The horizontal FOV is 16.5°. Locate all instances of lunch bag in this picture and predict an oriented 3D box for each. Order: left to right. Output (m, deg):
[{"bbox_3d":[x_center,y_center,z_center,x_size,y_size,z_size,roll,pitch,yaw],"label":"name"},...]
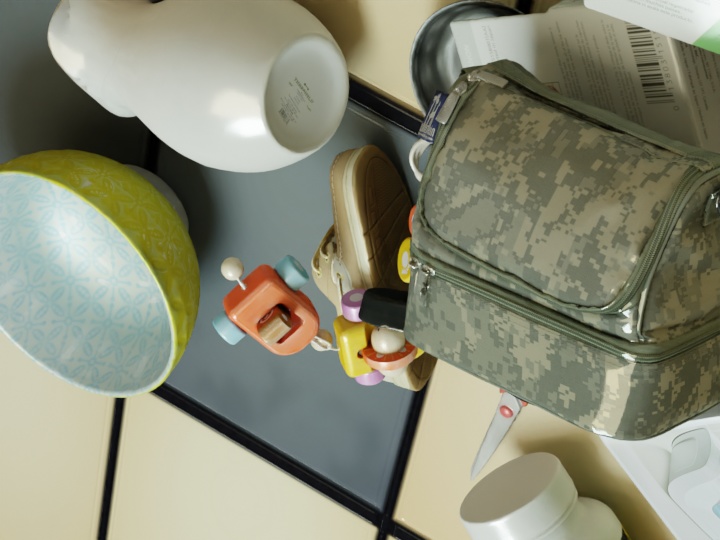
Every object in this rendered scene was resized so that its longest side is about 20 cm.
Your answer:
[{"bbox_3d":[0.128,-0.019,1.442,0.200,0.139,0.168,27,121,36],"label":"lunch bag"}]

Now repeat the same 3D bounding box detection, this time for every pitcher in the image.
[{"bbox_3d":[-0.093,-0.119,1.671,0.200,0.121,0.172,16,155,42],"label":"pitcher"}]

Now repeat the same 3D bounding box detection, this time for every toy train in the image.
[{"bbox_3d":[0.010,0.010,1.632,0.200,0.056,0.150,-38,127,8],"label":"toy train"}]

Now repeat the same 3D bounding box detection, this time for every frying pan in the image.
[{"bbox_3d":[0.110,-0.092,1.569,0.190,0.031,0.115,49,131,-5],"label":"frying pan"}]

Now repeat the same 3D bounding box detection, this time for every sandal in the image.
[{"bbox_3d":[0.096,0.055,1.570,0.200,0.075,0.048,13,98,13],"label":"sandal"}]

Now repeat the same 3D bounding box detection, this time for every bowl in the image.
[{"bbox_3d":[-0.188,-0.017,1.827,0.200,0.108,0.200,22,136,23],"label":"bowl"}]

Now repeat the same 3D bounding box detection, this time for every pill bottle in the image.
[{"bbox_3d":[0.153,0.233,1.770,0.111,0.111,0.200,-13,117,45],"label":"pill bottle"}]

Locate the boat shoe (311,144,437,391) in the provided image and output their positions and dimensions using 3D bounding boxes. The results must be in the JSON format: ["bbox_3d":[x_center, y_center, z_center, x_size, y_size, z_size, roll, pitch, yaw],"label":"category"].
[{"bbox_3d":[0.000,0.000,1.717,0.069,0.074,0.200,7,130,27],"label":"boat shoe"}]

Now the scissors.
[{"bbox_3d":[0.113,0.095,1.755,0.073,0.014,0.200,23,135,19],"label":"scissors"}]

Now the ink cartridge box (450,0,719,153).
[{"bbox_3d":[0.154,-0.072,1.514,0.173,0.044,0.200,1,114,49],"label":"ink cartridge box"}]

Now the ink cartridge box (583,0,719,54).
[{"bbox_3d":[0.211,-0.221,1.338,0.145,0.088,0.200,22,136,21],"label":"ink cartridge box"}]

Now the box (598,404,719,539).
[{"bbox_3d":[0.285,0.129,1.571,0.176,0.097,0.200,-12,124,45],"label":"box"}]
